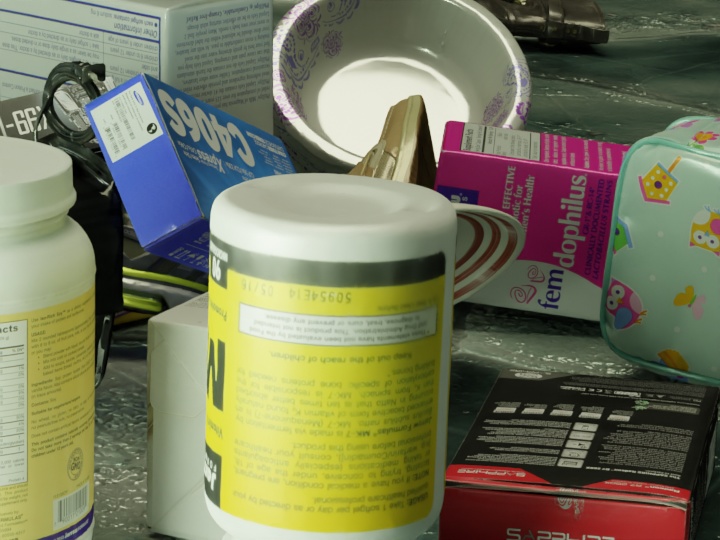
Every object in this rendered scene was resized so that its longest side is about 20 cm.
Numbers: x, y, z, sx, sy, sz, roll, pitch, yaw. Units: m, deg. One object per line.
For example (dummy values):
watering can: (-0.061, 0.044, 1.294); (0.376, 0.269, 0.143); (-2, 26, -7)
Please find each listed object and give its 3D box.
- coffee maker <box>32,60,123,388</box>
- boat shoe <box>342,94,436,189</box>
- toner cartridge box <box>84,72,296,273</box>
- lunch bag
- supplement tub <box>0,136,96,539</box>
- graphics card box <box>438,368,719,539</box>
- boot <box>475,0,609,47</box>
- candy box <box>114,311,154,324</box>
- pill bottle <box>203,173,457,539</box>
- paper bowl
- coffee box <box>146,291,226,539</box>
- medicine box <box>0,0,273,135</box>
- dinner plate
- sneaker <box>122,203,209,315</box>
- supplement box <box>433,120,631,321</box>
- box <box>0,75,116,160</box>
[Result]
coffee maker: (-0.247, -0.014, 1.553); (0.200, 0.192, 0.135); (-9, 4, -41)
boat shoe: (0.013, -0.053, 1.881); (0.064, 0.071, 0.200); (-5, 36, 13)
toner cartridge box: (-0.084, -0.046, 1.605); (0.043, 0.095, 0.200); (-27, -17, 15)
lunch bag: (0.242, 0.001, 1.631); (0.200, 0.161, 0.077); (15, 24, 24)
supplement tub: (-0.200, 0.044, 1.320); (0.145, 0.200, 0.145); (1, 14, 0)
graphics card box: (0.117, 0.104, 1.425); (0.125, 0.051, 0.200); (4, 16, 10)
boot: (0.161, -0.266, 2.844); (0.174, 0.069, 0.200); (1, 22, -12)
candy box: (-0.214, 0.021, 1.754); (0.102, 0.026, 0.200); (12, 17, 43)
pill bottle: (-0.015, 0.063, 1.266); (0.114, 0.200, 0.114); (2, 14, -1)
paper bowl: (0.023, -0.115, 2.043); (0.200, 0.104, 0.201); (4, 52, -4)
coffee box: (-0.032, 0.062, 1.445); (0.080, 0.115, 0.200); (8, 15, 23)
medicine box: (-0.157, -0.101, 1.881); (0.182, 0.200, 0.103); (15, 22, 42)
dinner plate: (0.000, 0.000, 1.629); (0.200, 0.024, 0.200); (-15, -21, -6)
sneaker: (-0.080, -0.006, 1.721); (0.200, 0.081, 0.074); (7, 1, -22)
supplement box: (0.144, -0.028, 1.797); (0.200, 0.101, 0.103); (8, 15, 3)
box: (-0.239, -0.049, 1.734); (0.157, 0.050, 0.200); (-15, -14, -20)
